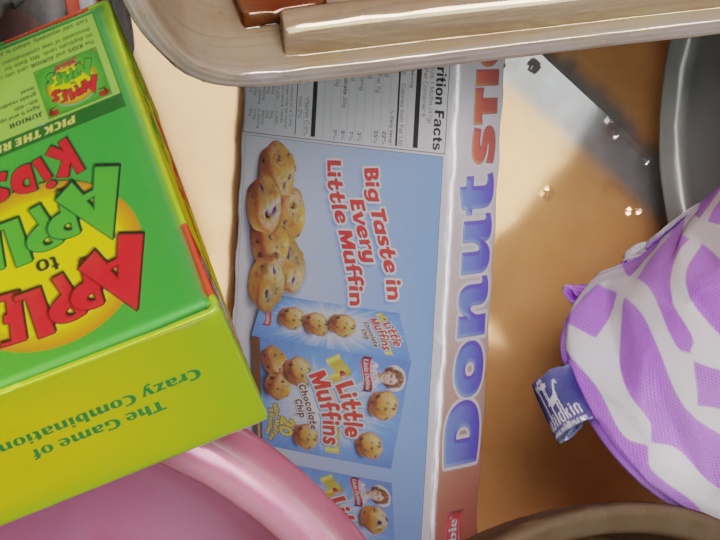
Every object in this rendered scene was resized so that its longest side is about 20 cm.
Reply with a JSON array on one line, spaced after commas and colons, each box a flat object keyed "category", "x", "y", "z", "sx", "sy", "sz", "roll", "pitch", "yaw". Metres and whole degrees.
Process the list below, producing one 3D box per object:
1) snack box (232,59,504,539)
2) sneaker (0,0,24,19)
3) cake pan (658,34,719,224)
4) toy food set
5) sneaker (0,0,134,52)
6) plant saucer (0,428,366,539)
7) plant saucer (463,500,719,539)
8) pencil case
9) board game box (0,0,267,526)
[{"category": "snack box", "x": 0.000, "y": 0.000, "z": 0.783, "sx": 0.072, "sy": 0.024, "sz": 0.201, "roll": 8, "pitch": 98, "yaw": 34}, {"category": "sneaker", "x": -0.108, "y": -0.137, "z": 0.693, "sx": 0.075, "sy": 0.200, "sz": 0.076, "roll": -27, "pitch": 129, "yaw": 13}, {"category": "cake pan", "x": 0.173, "y": -0.034, "z": 0.758, "sx": 0.200, "sy": 0.037, "sz": 0.201, "roll": 3, "pitch": 95, "yaw": 34}, {"category": "toy food set", "x": 0.033, "y": -0.125, "z": 0.729, "sx": 0.199, "sy": 0.144, "sz": 0.061, "roll": -7, "pitch": 140, "yaw": -4}, {"category": "sneaker", "x": -0.099, "y": -0.031, "z": 0.766, "sx": 0.081, "sy": 0.077, "sz": 0.201, "roll": -6, "pitch": 97, "yaw": 2}, {"category": "plant saucer", "x": -0.078, "y": 0.102, "z": 0.764, "sx": 0.200, "sy": 0.051, "sz": 0.201, "roll": 5, "pitch": 121, "yaw": 8}, {"category": "plant saucer", "x": 0.034, "y": 0.144, "z": 0.736, "sx": 0.199, "sy": 0.029, "sz": 0.201, "roll": -17, "pitch": 123, "yaw": -29}, {"category": "pencil case", "x": 0.135, "y": -0.019, "z": 0.717, "sx": 0.084, "sy": 0.086, "sz": 0.200, "roll": 19, "pitch": 129, "yaw": -42}, {"category": "board game box", "x": -0.133, "y": 0.022, "z": 0.680, "sx": 0.199, "sy": 0.102, "sz": 0.048, "roll": -22, "pitch": 142, "yaw": -1}]
